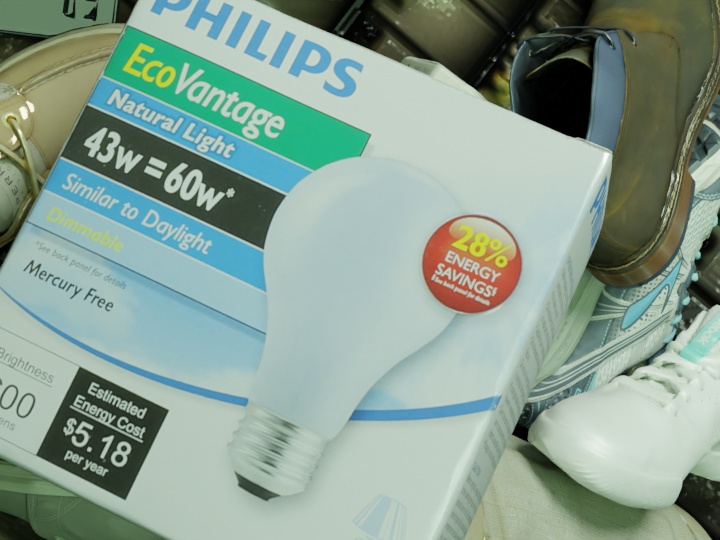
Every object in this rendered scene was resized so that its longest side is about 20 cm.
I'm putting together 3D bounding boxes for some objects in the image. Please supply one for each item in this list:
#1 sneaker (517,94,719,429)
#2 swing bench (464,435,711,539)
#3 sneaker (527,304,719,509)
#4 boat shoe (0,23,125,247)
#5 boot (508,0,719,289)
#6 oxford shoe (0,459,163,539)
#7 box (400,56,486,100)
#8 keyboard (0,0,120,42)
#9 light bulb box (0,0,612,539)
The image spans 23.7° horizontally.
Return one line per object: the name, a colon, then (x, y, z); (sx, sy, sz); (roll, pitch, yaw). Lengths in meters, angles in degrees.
sneaker: (0.134, -0.001, 0.870); (0.200, 0.078, 0.086); (-48, 121, 4)
swing bench: (0.064, 0.183, 0.815); (0.198, 0.130, 0.201); (25, 96, -35)
sneaker: (0.155, 0.058, 0.835); (0.199, 0.075, 0.089); (-2, 121, -53)
boat shoe: (-0.169, -0.040, 0.774); (0.199, 0.069, 0.074); (-32, 117, -3)
boot: (0.120, -0.102, 0.795); (0.097, 0.074, 0.201); (35, 57, -53)
oxford shoe: (-0.114, 0.112, 0.790); (0.198, 0.075, 0.058); (6, 97, 12)
box: (0.000, 0.000, 0.829); (0.082, 0.068, 0.200); (38, 90, -18)
keyboard: (-0.116, -0.203, 0.790); (0.126, 0.021, 0.202); (6, 100, -9)
light bulb box: (-0.028, 0.018, 0.682); (0.197, 0.125, 0.201); (24, 81, 10)
